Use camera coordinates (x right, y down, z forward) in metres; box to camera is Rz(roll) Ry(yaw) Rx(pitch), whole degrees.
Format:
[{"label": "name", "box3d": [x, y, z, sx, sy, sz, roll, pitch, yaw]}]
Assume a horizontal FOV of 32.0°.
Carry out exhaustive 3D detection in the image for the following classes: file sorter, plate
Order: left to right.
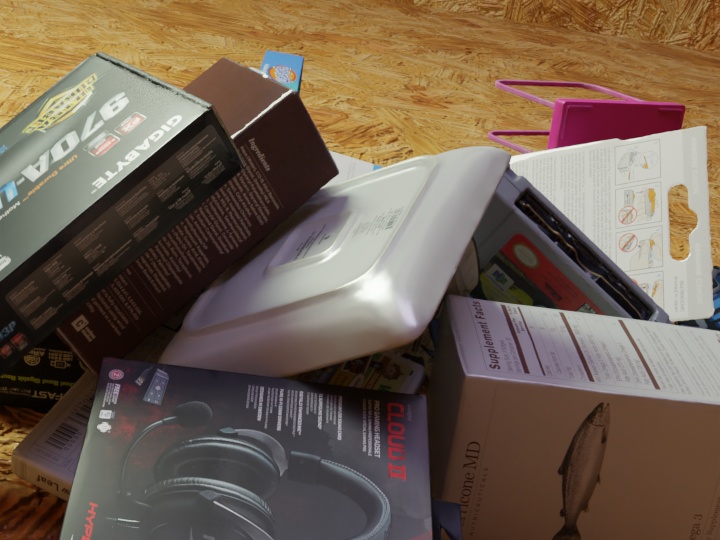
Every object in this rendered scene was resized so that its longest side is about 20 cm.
[{"label": "plate", "box3d": [-0.022, -0.006, 0.749, 0.198, 0.033, 0.200, -16, 25, 32]}, {"label": "file sorter", "box3d": [0.186, -0.066, 1.149, 0.137, 0.203, 0.125, -3, 20, -30]}]

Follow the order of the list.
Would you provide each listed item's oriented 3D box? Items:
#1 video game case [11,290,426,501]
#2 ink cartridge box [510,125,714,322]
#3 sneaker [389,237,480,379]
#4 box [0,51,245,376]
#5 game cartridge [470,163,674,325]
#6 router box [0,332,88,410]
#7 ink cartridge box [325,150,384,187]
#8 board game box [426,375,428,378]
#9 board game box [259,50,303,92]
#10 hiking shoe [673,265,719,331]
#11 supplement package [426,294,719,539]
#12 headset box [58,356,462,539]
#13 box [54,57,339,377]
[{"label": "video game case", "box3d": [-0.077, 0.089, 0.757, 0.180, 0.022, 0.200, 22, 40, 13]}, {"label": "ink cartridge box", "box3d": [0.180, -0.020, 0.991, 0.197, 0.163, 0.050, -7, -25, 25]}, {"label": "sneaker", "box3d": [0.037, 0.030, 0.870, 0.084, 0.201, 0.077, -24, 45, -9]}, {"label": "box", "box3d": [-0.184, -0.035, 0.719, 0.200, 0.046, 0.158, -42, 38, -15]}, {"label": "game cartridge", "box3d": [0.129, 0.023, 0.907, 0.200, 0.133, 0.041, 44, 54, 3]}, {"label": "router box", "box3d": [-0.178, 0.035, 0.908, 0.147, 0.063, 0.200, 8, 20, -6]}, {"label": "ink cartridge box", "box3d": [-0.061, -0.042, 0.947, 0.197, 0.068, 0.116, 17, 37, -5]}, {"label": "board game box", "box3d": [0.000, 0.000, 1.017, 0.132, 0.045, 0.201, 2, 41, -20]}, {"label": "board game box", "box3d": [-0.089, -0.120, 1.234, 0.044, 0.154, 0.200, 8, 21, -3]}, {"label": "hiking shoe", "box3d": [0.302, 0.064, 1.054, 0.086, 0.075, 0.200, 23, 33, 14]}, {"label": "supplement package", "box3d": [0.144, 0.102, 0.794, 0.197, 0.119, 0.118, 7, 22, -6]}, {"label": "headset box", "box3d": [-0.046, 0.131, 0.636, 0.197, 0.078, 0.150, 7, 39, -4]}, {"label": "box", "box3d": [-0.122, -0.038, 0.782, 0.200, 0.075, 0.100, -42, 37, -12]}]
